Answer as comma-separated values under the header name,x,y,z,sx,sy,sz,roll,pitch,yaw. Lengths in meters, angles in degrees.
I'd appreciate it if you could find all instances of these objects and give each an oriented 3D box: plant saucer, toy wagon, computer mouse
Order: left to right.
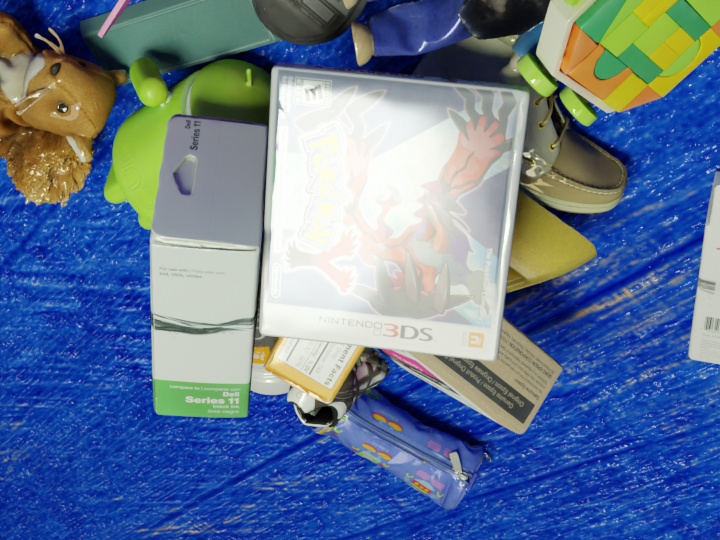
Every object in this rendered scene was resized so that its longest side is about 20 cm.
name,x,y,z,sx,sy,sz,roll,pitch,yaw
plant saucer,-0.158,-0.205,1.009,0.198,0.019,0.070,-9,130,31
computer mouse,-0.002,-0.248,0.867,0.138,0.053,0.199,40,126,-19
plant saucer,0.072,-0.036,0.995,0.199,0.049,0.200,35,161,-11
toy wagon,0.175,-0.173,0.768,0.155,0.040,0.199,-44,149,20

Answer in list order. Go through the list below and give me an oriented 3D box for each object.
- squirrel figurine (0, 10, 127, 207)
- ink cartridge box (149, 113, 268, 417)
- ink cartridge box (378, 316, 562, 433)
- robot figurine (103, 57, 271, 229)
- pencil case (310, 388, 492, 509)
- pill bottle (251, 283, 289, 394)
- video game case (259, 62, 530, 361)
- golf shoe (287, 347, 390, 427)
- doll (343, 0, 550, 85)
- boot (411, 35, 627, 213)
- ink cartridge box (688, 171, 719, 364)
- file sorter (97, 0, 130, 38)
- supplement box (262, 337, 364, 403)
name,x,y,z,sx,sy,sz,roll,pitch,yaw
squirrel figurine,-0.299,-0.153,1.057,0.184,0.143,0.201,11,153,13
ink cartridge box,-0.121,-0.001,0.933,0.082,0.148,0.201,4,137,-5
ink cartridge box,0.057,0.050,1.041,0.164,0.076,0.199,37,174,-30
robot figurine,-0.137,-0.108,1.021,0.199,0.117,0.175,-24,129,37
pencil case,0.043,0.186,1.275,0.198,0.079,0.087,31,168,-8
pill bottle,-0.095,0.023,1.143,0.115,0.117,0.202,10,137,16
video game case,0.020,-0.039,0.835,0.179,0.023,0.203,6,109,4
golf shoe,-0.029,0.095,1.056,0.077,0.095,0.200,31,174,15
doll,0.089,-0.192,0.802,0.197,0.049,0.138,-12,104,7
boot,0.142,-0.138,0.895,0.198,0.072,0.155,27,137,-2
ink cartridge box,0.334,-0.008,0.938,0.114,0.067,0.202,10,138,17
file sorter,-0.223,-0.296,0.861,0.199,0.126,0.139,37,138,-14
supplement box,0.000,0.000,0.897,0.068,0.067,0.201,31,109,-5
